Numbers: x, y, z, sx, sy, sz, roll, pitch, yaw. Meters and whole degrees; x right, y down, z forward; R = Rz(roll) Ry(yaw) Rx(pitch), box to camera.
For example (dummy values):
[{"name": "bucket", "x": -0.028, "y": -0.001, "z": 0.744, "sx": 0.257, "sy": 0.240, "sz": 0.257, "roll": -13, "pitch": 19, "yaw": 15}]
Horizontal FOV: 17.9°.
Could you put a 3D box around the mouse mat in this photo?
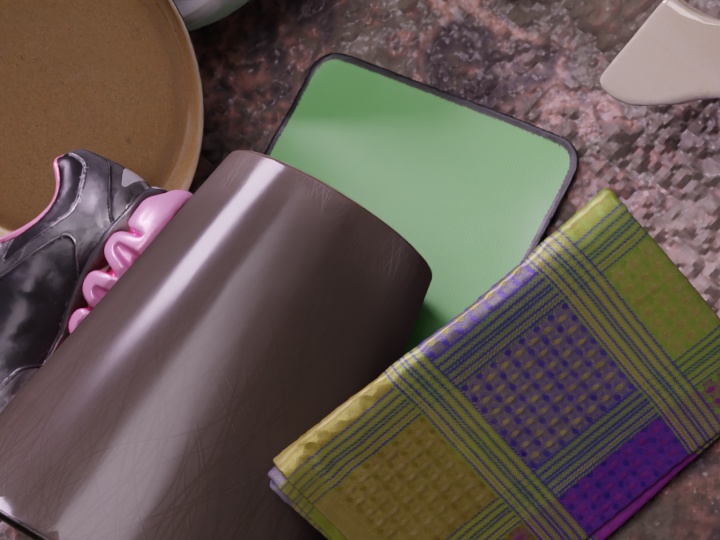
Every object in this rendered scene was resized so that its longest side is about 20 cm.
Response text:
[{"name": "mouse mat", "x": 0.000, "y": 0.000, "z": 1.125, "sx": 0.161, "sy": 0.008, "sz": 0.200, "roll": 24, "pitch": 80, "yaw": 27}]

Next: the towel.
[{"name": "towel", "x": 0.069, "y": 0.071, "z": 1.006, "sx": 0.200, "sy": 0.144, "sz": 0.023, "roll": -40, "pitch": 30, "yaw": 4}]

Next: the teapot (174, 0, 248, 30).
[{"name": "teapot", "x": -0.103, "y": -0.226, "z": 1.173, "sx": 0.199, "sy": 0.198, "sz": 0.146, "roll": 23, "pitch": 43, "yaw": 7}]

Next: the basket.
[{"name": "basket", "x": -0.065, "y": 0.057, "z": 1.054, "sx": 0.180, "sy": 0.136, "sz": 0.200, "roll": 29, "pitch": 79, "yaw": 8}]

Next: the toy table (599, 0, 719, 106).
[{"name": "toy table", "x": 0.206, "y": -0.117, "z": 1.004, "sx": 0.200, "sy": 0.184, "sz": 0.117, "roll": -47, "pitch": 75, "yaw": 9}]

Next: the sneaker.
[{"name": "sneaker", "x": -0.164, "y": 0.027, "z": 1.127, "sx": 0.095, "sy": 0.079, "sz": 0.200, "roll": 35, "pitch": 88, "yaw": 16}]

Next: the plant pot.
[{"name": "plant pot", "x": -0.166, "y": -0.092, "z": 1.161, "sx": 0.199, "sy": 0.027, "sz": 0.201, "roll": 7, "pitch": 111, "yaw": 18}]
